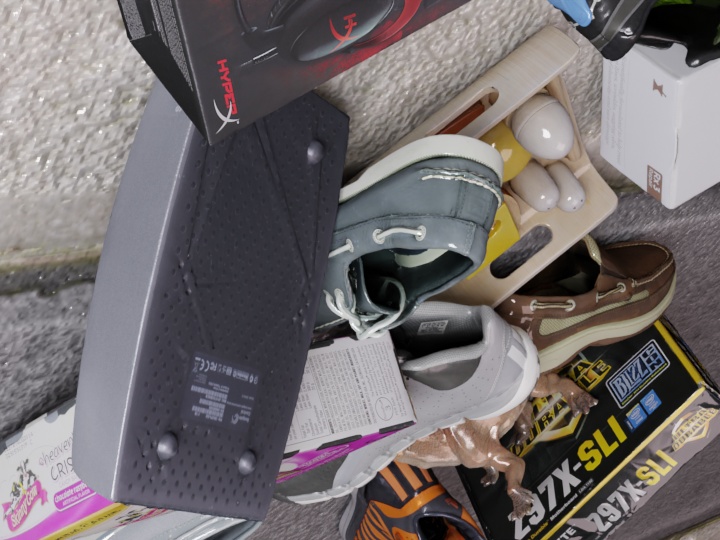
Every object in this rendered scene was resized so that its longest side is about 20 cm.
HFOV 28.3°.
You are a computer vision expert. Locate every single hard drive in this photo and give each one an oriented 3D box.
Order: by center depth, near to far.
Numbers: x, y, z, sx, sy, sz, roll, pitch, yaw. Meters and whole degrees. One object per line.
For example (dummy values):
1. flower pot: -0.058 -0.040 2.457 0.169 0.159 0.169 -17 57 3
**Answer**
1. hard drive: -0.066 0.007 0.644 0.135 0.042 0.201 25 75 -60

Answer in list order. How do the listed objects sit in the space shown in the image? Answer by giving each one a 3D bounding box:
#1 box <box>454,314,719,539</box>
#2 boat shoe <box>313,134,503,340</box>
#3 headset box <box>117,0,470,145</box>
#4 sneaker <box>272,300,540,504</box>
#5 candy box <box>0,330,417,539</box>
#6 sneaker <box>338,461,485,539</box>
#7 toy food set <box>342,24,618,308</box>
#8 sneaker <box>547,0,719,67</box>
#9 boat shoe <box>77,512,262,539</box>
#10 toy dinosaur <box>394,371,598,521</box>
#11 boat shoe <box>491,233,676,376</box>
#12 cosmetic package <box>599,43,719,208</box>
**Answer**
1. box: 0.164 0.118 1.062 0.049 0.160 0.200 35 107 -31
2. boat shoe: 0.000 0.000 0.729 0.073 0.062 0.200 19 148 -29
3. headset box: -0.001 -0.161 0.544 0.199 0.075 0.149 -31 150 -16
4. sneaker: 0.004 0.069 0.876 0.199 0.075 0.116 -28 147 10
5. candy box: -0.086 0.092 0.776 0.199 0.061 0.136 -8 164 -43
6. sneaker: 0.041 0.210 1.096 0.077 0.112 0.200 -32 151 -12
7. toy food set: 0.082 -0.041 0.834 0.143 0.060 0.200 -39 152 -2
8. sneaker: 0.186 -0.150 0.767 0.199 0.083 0.071 -17 160 -32
9. boat shoe: -0.146 0.193 0.891 0.201 0.072 0.070 -40 152 1
10. toy dinosaur: 0.081 0.084 1.007 0.200 0.136 0.086 -49 -163 -31
11. boat shoe: 0.158 0.009 0.989 0.202 0.074 0.075 -27 129 -42
12. cosmetic package: 0.241 -0.132 0.866 0.199 0.074 0.102 -27 137 -19
